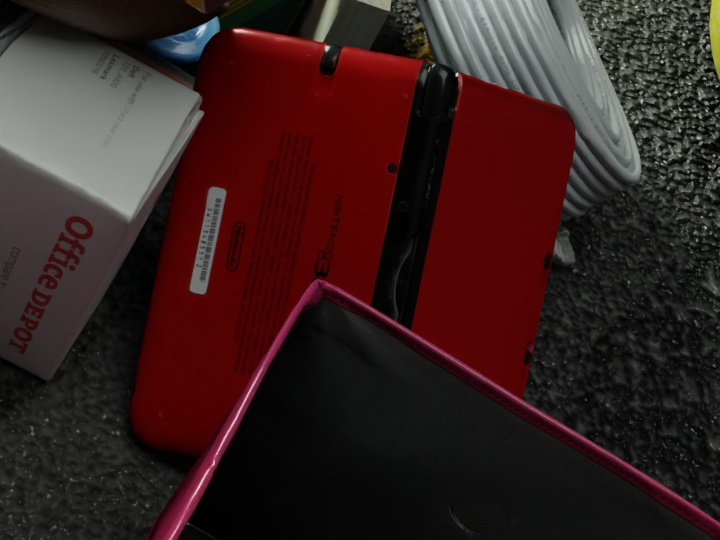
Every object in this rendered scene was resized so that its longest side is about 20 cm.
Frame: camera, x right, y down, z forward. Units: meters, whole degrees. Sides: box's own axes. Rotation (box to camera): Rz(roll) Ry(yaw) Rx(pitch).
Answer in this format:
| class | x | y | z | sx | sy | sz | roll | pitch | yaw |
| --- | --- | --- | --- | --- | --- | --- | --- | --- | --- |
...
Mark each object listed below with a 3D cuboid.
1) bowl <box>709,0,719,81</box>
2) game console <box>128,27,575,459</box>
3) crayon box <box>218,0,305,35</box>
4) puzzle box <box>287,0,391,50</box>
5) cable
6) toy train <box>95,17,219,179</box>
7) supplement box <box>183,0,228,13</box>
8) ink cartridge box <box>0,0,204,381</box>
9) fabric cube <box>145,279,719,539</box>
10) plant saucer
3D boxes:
| class | x | y | z | sx | sy | sz | roll | pitch | yaw |
| --- | --- | --- | --- | --- | --- | --- | --- | --- | --- |
| bowl | 0.296 | -0.142 | 1.054 | 0.200 | 0.108 | 0.200 | 6 | 75 | -24 |
| game console | 0.000 | 0.000 | 0.787 | 0.172 | 0.119 | 0.200 | 12 | 91 | 10 |
| crayon box | -0.119 | -0.195 | 0.874 | 0.200 | 0.119 | 0.058 | 20 | 49 | -14 |
| puzzle box | -0.011 | -0.171 | 0.905 | 0.025 | 0.133 | 0.200 | 17 | 51 | -13 |
| cable | 0.088 | -0.123 | 0.905 | 0.200 | 0.069 | 0.200 | 48 | 26 | -49 |
| toy train | -0.162 | -0.113 | 0.817 | 0.200 | 0.087 | 0.114 | 32 | 55 | -2 |
| supplement box | -0.103 | -0.209 | 0.668 | 0.086 | 0.110 | 0.200 | -37 | 57 | -27 |
| ink cartridge box | -0.189 | -0.056 | 0.715 | 0.200 | 0.146 | 0.084 | 28 | 50 | -6 |
| fabric cube | -0.007 | 0.167 | 0.612 | 0.196 | 0.199 | 0.200 | 32 | 47 | -4 |
| plant saucer | -0.153 | -0.150 | 0.713 | 0.200 | 0.037 | 0.200 | 28 | 12 | -6 |
